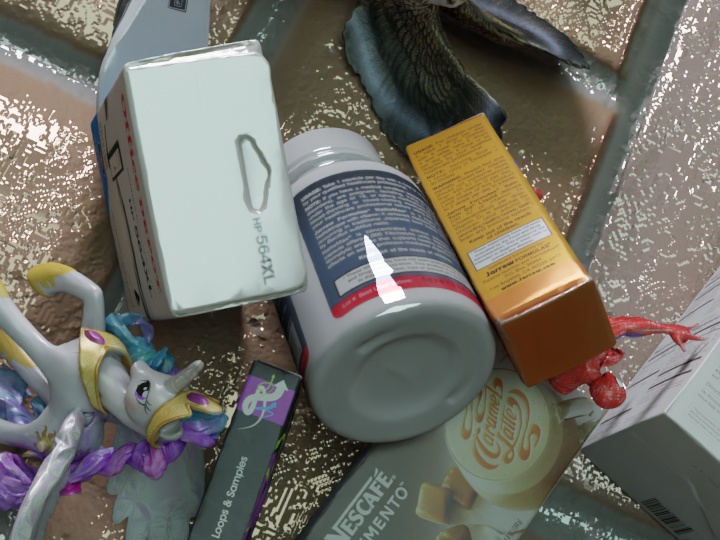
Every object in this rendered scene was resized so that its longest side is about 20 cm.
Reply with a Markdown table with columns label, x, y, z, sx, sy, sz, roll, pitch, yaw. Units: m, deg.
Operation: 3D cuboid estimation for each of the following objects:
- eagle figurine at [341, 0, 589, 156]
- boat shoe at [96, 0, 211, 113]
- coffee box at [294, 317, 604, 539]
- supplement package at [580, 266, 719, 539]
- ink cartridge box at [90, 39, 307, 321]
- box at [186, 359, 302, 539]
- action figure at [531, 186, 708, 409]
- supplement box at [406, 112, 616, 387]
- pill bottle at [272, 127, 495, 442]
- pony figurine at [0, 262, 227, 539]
| label | x | y | z | sx | sy | sz | roll | pitch | yaw |
| --- | --- | --- | --- | --- | --- | --- | --- | --- | --- |
| eagle figurine | 0.057 | -0.191 | 0.959 | 0.151 | 0.151 | 0.200 | -26 | 116 | 20 |
| boat shoe | -0.141 | -0.180 | 0.926 | 0.068 | 0.057 | 0.201 | 18 | 87 | -24 |
| coffee box | 0.055 | 0.142 | 0.864 | 0.114 | 0.080 | 0.200 | 40 | 69 | 1 |
| supplement package | 0.288 | 0.088 | 0.897 | 0.152 | 0.151 | 0.200 | 41 | 69 | 2 |
| ink cartridge box | -0.106 | -0.047 | 0.806 | 0.084 | 0.200 | 0.147 | -11 | 90 | -16 |
| box | -0.085 | 0.167 | 0.790 | 0.036 | 0.143 | 0.201 | 20 | 70 | 1 |
| action figure | 0.157 | 0.024 | 0.882 | 0.099 | 0.065 | 0.200 | 8 | 35 | -18 |
| supplement box | 0.093 | -0.020 | 0.844 | 0.069 | 0.067 | 0.200 | -28 | 40 | 2 |
| pill bottle | 0.000 | 0.000 | 0.839 | 0.119 | 0.120 | 0.200 | -7 | 43 | -15 |
| pony figurine | -0.173 | 0.096 | 0.783 | 0.200 | 0.194 | 0.166 | 31 | 28 | 26 |
